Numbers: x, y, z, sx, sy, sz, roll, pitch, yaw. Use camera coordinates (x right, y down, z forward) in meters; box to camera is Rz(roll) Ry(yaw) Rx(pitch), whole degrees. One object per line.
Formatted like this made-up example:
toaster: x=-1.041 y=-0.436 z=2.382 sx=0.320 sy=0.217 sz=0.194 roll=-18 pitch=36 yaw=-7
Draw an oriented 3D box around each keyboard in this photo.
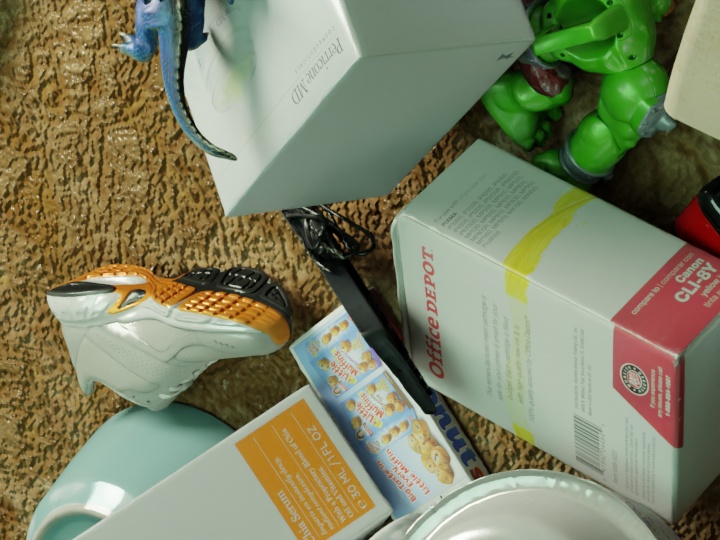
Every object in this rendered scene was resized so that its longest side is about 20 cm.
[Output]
keyboard: x=0.000 y=0.000 z=1.585 sx=0.040 sy=0.104 sz=0.200 roll=-38 pitch=34 yaw=2

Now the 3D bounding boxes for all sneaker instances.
sneaker: x=-0.119 y=0.049 z=1.744 sx=0.199 sy=0.076 sz=0.093 roll=5 pitch=113 yaw=41

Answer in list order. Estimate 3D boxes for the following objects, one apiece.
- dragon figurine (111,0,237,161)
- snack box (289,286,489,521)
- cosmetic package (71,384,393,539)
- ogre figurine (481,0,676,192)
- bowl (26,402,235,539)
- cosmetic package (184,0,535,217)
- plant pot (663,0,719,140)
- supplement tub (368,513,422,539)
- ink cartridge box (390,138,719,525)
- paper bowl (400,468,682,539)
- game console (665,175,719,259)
dragon figurine: x=-0.103 y=-0.165 z=1.464 sx=0.099 sy=0.058 sz=0.201 roll=128 pitch=135 yaw=-63
snack box: x=0.032 y=0.114 z=1.678 sx=0.072 sy=0.024 sz=0.201 roll=-37 pitch=81 yaw=37
cosmetic package: x=-0.089 y=0.172 z=1.674 sx=0.102 sy=0.199 sz=0.071 roll=54 pitch=168 yaw=8
ogre figurine: x=0.118 y=-0.137 z=1.508 sx=0.119 sy=0.098 sz=0.202 roll=-7 pitch=88 yaw=48
bowl: x=-0.150 y=0.199 z=1.778 sx=0.200 sy=0.105 sz=0.202 roll=11 pitch=110 yaw=32
cosmetic package: x=-0.022 y=-0.166 z=1.516 sx=0.199 sy=0.122 sz=0.201 roll=-46 pitch=60 yaw=54
plant pot: x=0.287 y=-0.158 z=1.284 sx=0.199 sy=0.200 sz=0.178 roll=28 pitch=139 yaw=29
supplement tub: x=0.066 y=0.255 z=1.608 sx=0.200 sy=0.122 sz=0.123 roll=42 pitch=122 yaw=15
ink cartridge box: x=0.123 y=0.033 z=1.519 sx=0.199 sy=0.083 sz=0.146 roll=28 pitch=145 yaw=29
paper bowl: x=0.094 y=0.212 z=1.469 sx=0.199 sy=0.104 sz=0.202 roll=-7 pitch=73 yaw=25
game console: x=0.282 y=0.017 z=1.486 sx=0.200 sy=0.118 sz=0.172 roll=54 pitch=156 yaw=11
